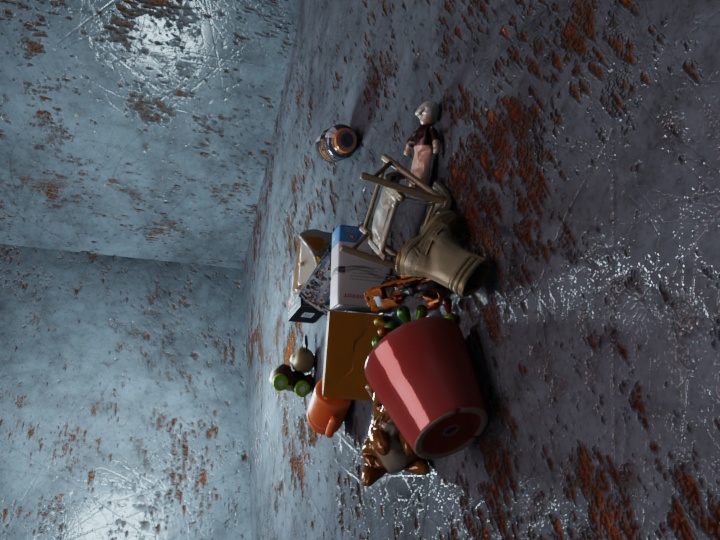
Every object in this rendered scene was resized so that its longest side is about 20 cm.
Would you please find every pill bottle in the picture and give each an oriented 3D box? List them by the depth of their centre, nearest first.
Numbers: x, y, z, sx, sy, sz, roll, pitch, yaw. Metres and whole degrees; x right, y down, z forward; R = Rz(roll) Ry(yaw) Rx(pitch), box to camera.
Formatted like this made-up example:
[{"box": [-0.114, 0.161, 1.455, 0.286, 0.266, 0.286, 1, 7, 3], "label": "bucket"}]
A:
[{"box": [-0.072, -0.403, 2.030, 0.199, 0.103, 0.110, -166, 82, -72], "label": "pill bottle"}]

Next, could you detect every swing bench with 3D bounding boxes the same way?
[{"box": [0.084, -0.102, 1.369, 0.130, 0.196, 0.202, -47, -19, -52], "label": "swing bench"}]

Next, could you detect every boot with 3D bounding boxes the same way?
[{"box": [0.176, -0.033, 1.179, 0.153, 0.199, 0.075, 22, 129, 29], "label": "boot"}]

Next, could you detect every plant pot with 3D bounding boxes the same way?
[{"box": [0.125, 0.214, 1.130, 0.179, 0.195, 0.204, -116, 35, -43], "label": "plant pot"}]

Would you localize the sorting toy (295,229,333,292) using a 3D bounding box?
[{"box": [-0.097, -0.035, 1.911, 0.106, 0.179, 0.204, 31, 133, 27], "label": "sorting toy"}]

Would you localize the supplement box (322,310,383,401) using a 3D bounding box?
[{"box": [-0.024, 0.206, 1.588, 0.200, 0.129, 0.204, 137, 137, -85], "label": "supplement box"}]

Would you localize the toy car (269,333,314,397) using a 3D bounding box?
[{"box": [-0.224, 0.321, 2.247, 0.164, 0.154, 0.206, 166, 120, -81], "label": "toy car"}]

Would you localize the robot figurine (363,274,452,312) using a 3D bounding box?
[{"box": [0.108, 0.034, 1.266, 0.197, 0.144, 0.060, -11, 102, 44], "label": "robot figurine"}]

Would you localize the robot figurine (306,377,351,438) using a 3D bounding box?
[{"box": [-0.090, 0.387, 1.839, 0.143, 0.115, 0.203, 42, 132, 25], "label": "robot figurine"}]

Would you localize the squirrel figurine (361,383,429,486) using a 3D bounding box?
[{"box": [0.060, 0.302, 1.318, 0.201, 0.137, 0.192, -85, -14, -69], "label": "squirrel figurine"}]

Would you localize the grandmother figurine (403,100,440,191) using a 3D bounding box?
[{"box": [0.140, -0.273, 1.421, 0.119, 0.060, 0.206, 8, 90, 45], "label": "grandmother figurine"}]

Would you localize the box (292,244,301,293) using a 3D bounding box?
[{"box": [-0.141, -0.011, 2.087, 0.196, 0.021, 0.169, -4, 74, 41], "label": "box"}]

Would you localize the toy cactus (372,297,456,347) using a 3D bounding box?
[{"box": [0.115, 0.149, 1.276, 0.169, 0.196, 0.102, 66, -161, -2], "label": "toy cactus"}]

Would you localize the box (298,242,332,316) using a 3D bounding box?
[{"box": [-0.075, 0.037, 1.801, 0.201, 0.135, 0.040, -54, 5, 36], "label": "box"}]

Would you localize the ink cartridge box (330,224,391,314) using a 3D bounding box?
[{"box": [0.000, 0.000, 1.623, 0.084, 0.140, 0.206, 143, 130, -67], "label": "ink cartridge box"}]

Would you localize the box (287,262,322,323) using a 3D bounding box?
[{"box": [-0.185, 0.067, 2.244, 0.200, 0.101, 0.188, 135, 139, -62], "label": "box"}]
